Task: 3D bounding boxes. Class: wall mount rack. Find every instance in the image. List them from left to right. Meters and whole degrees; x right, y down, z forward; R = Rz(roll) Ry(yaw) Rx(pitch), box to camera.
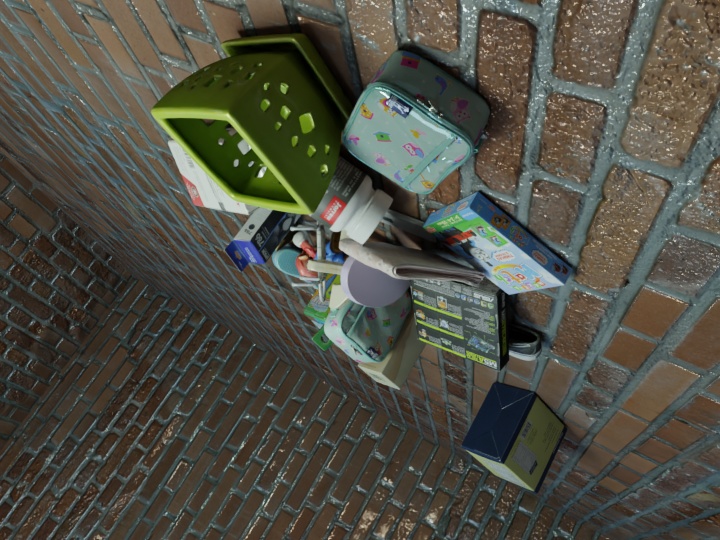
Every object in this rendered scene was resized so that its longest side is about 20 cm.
[{"bbox_3d":[-0.108,-0.035,1.338,0.074,0.200,0.174,-1,-176,3],"label":"wall mount rack"}]

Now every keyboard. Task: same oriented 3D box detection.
[{"bbox_3d":[0.049,-0.100,1.174,0.200,0.011,0.056,24,165,25],"label":"keyboard"}]

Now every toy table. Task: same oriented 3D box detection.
[{"bbox_3d":[0.000,0.000,1.266,0.117,0.184,0.200,17,179,39],"label":"toy table"}]

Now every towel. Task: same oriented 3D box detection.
[{"bbox_3d":[0.085,-0.014,1.104,0.191,0.032,0.200,7,-171,-30],"label":"towel"}]

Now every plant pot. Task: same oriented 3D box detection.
[{"bbox_3d":[-0.134,-0.217,0.896,0.199,0.182,0.200,15,156,42],"label":"plant pot"}]

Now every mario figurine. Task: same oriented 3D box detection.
[{"bbox_3d":[-0.077,-0.046,1.447,0.200,0.106,0.124,-17,93,53],"label":"mario figurine"}]

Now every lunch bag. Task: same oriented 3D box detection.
[{"bbox_3d":[0.017,0.097,1.396,0.077,0.200,0.160,-5,137,49],"label":"lunch bag"},{"bbox_3d":[0.069,-0.182,0.822,0.160,0.077,0.200,34,161,-6],"label":"lunch bag"}]

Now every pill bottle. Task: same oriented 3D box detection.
[{"bbox_3d":[-0.053,-0.138,1.071,0.200,0.114,0.114,34,161,-6],"label":"pill bottle"}]

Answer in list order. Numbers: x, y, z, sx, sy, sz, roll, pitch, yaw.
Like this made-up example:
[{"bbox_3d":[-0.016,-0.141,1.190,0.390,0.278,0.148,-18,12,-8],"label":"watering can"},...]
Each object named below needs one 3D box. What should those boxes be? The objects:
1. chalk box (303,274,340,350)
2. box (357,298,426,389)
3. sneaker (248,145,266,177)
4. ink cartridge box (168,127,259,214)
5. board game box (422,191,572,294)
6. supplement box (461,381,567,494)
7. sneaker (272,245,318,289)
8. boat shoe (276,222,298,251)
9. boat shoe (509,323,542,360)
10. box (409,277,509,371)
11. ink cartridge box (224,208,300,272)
[{"bbox_3d":[-0.039,0.100,1.516,0.124,0.200,0.125,15,155,41],"label":"chalk box"},{"bbox_3d":[0.092,0.166,1.475,0.078,0.200,0.095,44,158,-32],"label":"box"},{"bbox_3d":[-0.152,-0.209,1.138,0.075,0.088,0.200,-107,3,-52],"label":"sneaker"},{"bbox_3d":[-0.269,-0.199,1.238,0.200,0.083,0.147,14,130,43],"label":"ink cartridge box"},{"bbox_3d":[0.217,-0.037,1.020,0.200,0.037,0.151,36,161,-13],"label":"board game box"},{"bbox_3d":[0.408,0.439,1.664,0.200,0.200,0.134,45,158,-31],"label":"supplement box"},{"bbox_3d":[-0.135,-0.008,1.613,0.200,0.080,0.131,29,178,-22],"label":"sneaker"},{"bbox_3d":[-0.187,-0.101,1.466,0.066,0.074,0.200,48,163,3],"label":"boat shoe"},{"bbox_3d":[0.272,0.130,1.301,0.199,0.074,0.068,18,151,30],"label":"boat shoe"},{"bbox_3d":[0.195,0.087,1.250,0.200,0.048,0.193,18,136,36],"label":"box"},{"bbox_3d":[-0.186,-0.088,1.275,0.039,0.200,0.099,28,162,23],"label":"ink cartridge box"}]
